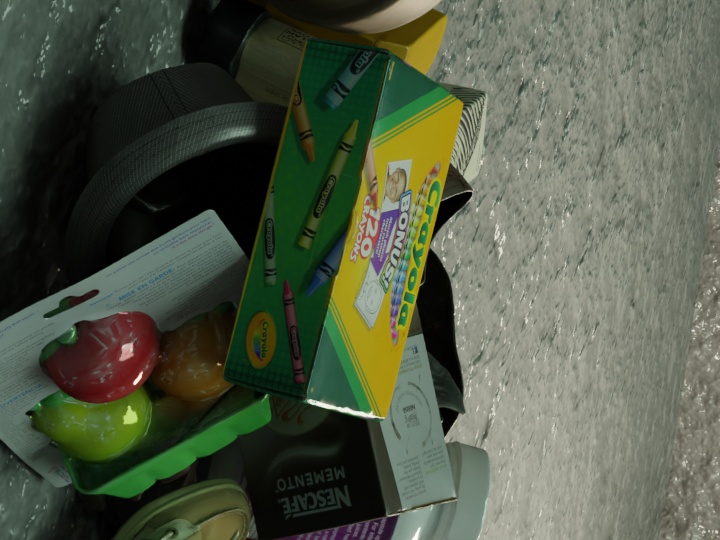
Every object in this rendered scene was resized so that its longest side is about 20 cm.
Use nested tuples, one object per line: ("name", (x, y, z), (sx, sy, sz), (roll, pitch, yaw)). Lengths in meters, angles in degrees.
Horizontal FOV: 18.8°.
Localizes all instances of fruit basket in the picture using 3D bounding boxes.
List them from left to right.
("fruit basket", (-0.136, 0.047, 1.263), (0.094, 0.184, 0.200), (63, 3, 35))

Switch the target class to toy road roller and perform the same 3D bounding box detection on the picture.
("toy road roller", (-0.038, -0.121, 1.492), (0.200, 0.122, 0.147), (-49, 161, -55))

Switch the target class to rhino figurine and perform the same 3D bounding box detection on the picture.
("rhino figurine", (-0.139, 0.180, 1.463), (0.088, 0.059, 0.201), (-53, 151, -46))

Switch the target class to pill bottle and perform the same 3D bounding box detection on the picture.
("pill bottle", (-0.014, 0.146, 1.532), (0.112, 0.198, 0.113), (-166, -90, -81))

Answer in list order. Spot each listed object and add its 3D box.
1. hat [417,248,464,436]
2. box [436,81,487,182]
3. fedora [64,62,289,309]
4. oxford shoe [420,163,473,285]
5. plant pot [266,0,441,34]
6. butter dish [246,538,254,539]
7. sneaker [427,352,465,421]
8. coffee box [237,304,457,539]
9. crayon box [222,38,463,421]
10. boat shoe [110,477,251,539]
("hat", (-0.002, 0.071, 1.719), (0.080, 0.200, 0.202), (5, 98, -33))
("box", (0.042, -0.096, 1.812), (0.200, 0.068, 0.083), (-42, 140, -62))
("fedora", (-0.106, -0.052, 1.312), (0.200, 0.176, 0.091), (75, -12, -58))
("oxford shoe", (0.000, 0.000, 1.507), (0.201, 0.072, 0.071), (-54, 157, -5))
("plant pot", (-0.037, -0.255, 1.328), (0.174, 0.199, 0.202), (4, 98, -55))
("butter dish", (-0.043, 0.251, 1.616), (0.147, 0.198, 0.202), (2, 103, -55))
("sneaker", (-0.018, 0.075, 1.589), (0.199, 0.060, 0.105), (-8, 73, -42))
("coffee box", (-0.022, 0.065, 1.415), (0.079, 0.114, 0.202), (-6, 82, -53))
("crayon box", (-0.008, -0.021, 1.257), (0.119, 0.058, 0.202), (21, 82, -65))
("boat shoe", (-0.138, 0.205, 1.363), (0.199, 0.062, 0.074), (-36, 136, -27))
